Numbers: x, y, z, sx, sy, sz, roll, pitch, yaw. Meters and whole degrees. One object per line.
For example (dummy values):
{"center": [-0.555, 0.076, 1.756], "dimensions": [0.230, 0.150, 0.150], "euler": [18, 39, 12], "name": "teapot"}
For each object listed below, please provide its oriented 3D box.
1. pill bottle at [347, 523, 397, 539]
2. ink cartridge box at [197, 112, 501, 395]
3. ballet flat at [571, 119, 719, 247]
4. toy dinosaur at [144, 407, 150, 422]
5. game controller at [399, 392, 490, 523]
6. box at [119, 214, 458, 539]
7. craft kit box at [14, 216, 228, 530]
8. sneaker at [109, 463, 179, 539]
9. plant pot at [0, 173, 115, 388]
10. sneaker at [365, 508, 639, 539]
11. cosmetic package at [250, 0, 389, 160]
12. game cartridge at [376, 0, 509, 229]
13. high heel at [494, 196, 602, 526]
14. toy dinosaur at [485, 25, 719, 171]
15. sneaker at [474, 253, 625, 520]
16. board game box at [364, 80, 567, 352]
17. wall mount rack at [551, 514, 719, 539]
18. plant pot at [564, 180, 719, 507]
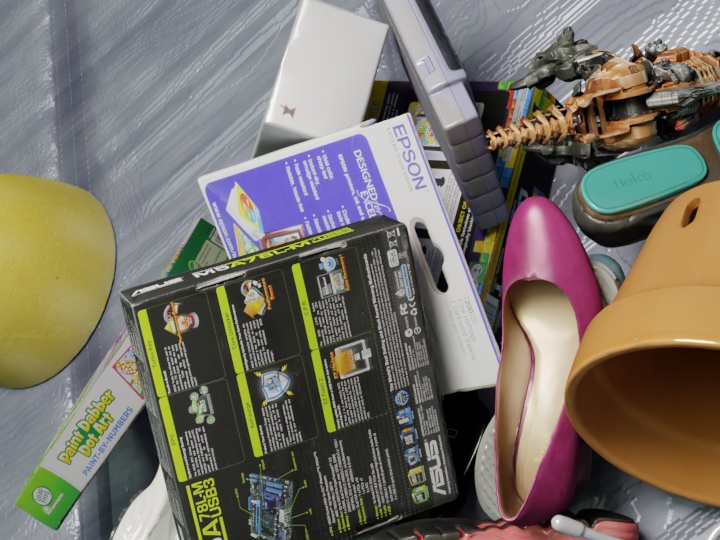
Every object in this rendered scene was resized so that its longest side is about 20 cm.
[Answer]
{"center": [-0.059, 0.211, 1.111], "dimensions": [0.198, 0.114, 0.116], "euler": [9, 77, 39], "name": "pill bottle"}
{"center": [0.000, 0.000, 1.076], "dimensions": [0.198, 0.043, 0.200], "euler": [-13, 103, 38], "name": "ink cartridge box"}
{"center": [0.237, -0.063, 1.023], "dimensions": [0.197, 0.069, 0.069], "euler": [-15, 57, 3], "name": "ballet flat"}
{"center": [-0.111, 0.078, 1.233], "dimensions": [0.202, 0.085, 0.136], "euler": [-65, 8, -26], "name": "toy dinosaur"}
{"center": [0.007, 0.123, 1.145], "dimensions": [0.198, 0.042, 0.105], "euler": [15, 81, 39], "name": "game controller"}
{"center": [-0.043, 0.085, 1.001], "dimensions": [0.047, 0.191, 0.202], "euler": [-150, 46, -68], "name": "box"}
{"center": [-0.181, 0.077, 1.204], "dimensions": [0.198, 0.048, 0.200], "euler": [-56, 7, 22], "name": "craft kit box"}
{"center": [-0.105, 0.142, 1.073], "dimensions": [0.078, 0.074, 0.202], "euler": [9, 67, 27], "name": "sneaker"}
{"center": [-0.344, -0.008, 1.395], "dimensions": [0.198, 0.142, 0.203], "euler": [-14, 64, 31], "name": "plant pot"}
{"center": [0.086, 0.206, 0.990], "dimensions": [0.197, 0.074, 0.088], "euler": [-4, 87, 0], "name": "sneaker"}
{"center": [-0.037, -0.126, 1.185], "dimensions": [0.070, 0.200, 0.103], "euler": [17, 80, -5], "name": "cosmetic package"}
{"center": [0.052, -0.142, 1.092], "dimensions": [0.038, 0.130, 0.201], "euler": [-21, 55, -1], "name": "game cartridge"}
{"center": [0.110, 0.057, 0.961], "dimensions": [0.067, 0.096, 0.203], "euler": [-7, 94, 32], "name": "high heel"}
{"center": [0.174, -0.120, 1.045], "dimensions": [0.135, 0.198, 0.104], "euler": [11, 95, 63], "name": "toy dinosaur"}
{"center": [0.142, 0.083, 1.054], "dimensions": [0.073, 0.082, 0.202], "euler": [27, 109, 17], "name": "sneaker"}
{"center": [0.056, -0.044, 1.168], "dimensions": [0.164, 0.057, 0.202], "euler": [6, 74, 40], "name": "board game box"}
{"center": [0.190, 0.235, 0.924], "dimensions": [0.172, 0.075, 0.202], "euler": [12, 78, 22], "name": "wall mount rack"}
{"center": [0.234, 0.040, 0.926], "dimensions": [0.198, 0.200, 0.141], "euler": [-4, 52, 35], "name": "plant pot"}
